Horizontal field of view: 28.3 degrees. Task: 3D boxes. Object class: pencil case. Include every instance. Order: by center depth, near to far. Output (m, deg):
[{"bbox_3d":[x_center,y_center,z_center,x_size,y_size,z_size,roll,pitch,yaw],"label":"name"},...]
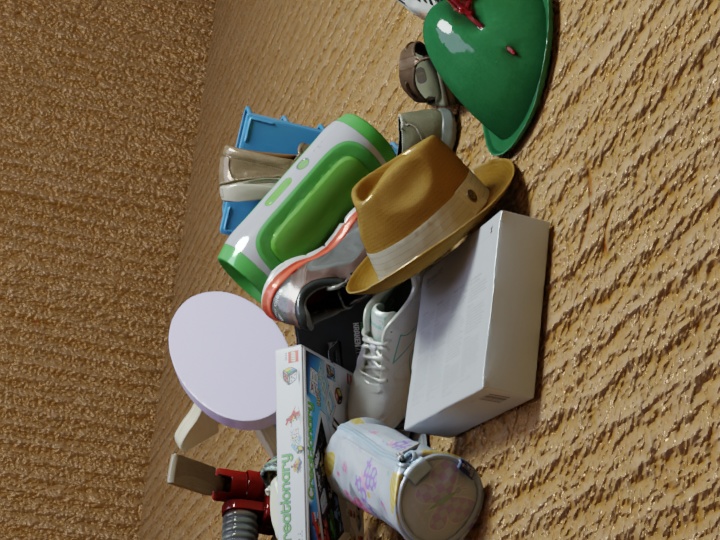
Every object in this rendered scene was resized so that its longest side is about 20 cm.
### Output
[{"bbox_3d":[0.033,0.186,1.275,0.084,0.090,0.200,-55,17,-9],"label":"pencil case"}]

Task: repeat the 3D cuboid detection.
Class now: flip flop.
[{"bbox_3d":[0.065,-0.213,1.522,0.200,0.057,0.082,-153,58,-80],"label":"flip flop"}]

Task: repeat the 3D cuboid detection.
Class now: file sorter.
[{"bbox_3d":[-0.057,-0.102,1.683,0.123,0.197,0.141,-121,44,-73],"label":"file sorter"}]

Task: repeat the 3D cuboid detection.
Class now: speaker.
[{"bbox_3d":[-0.052,-0.062,1.444,0.200,0.088,0.088,-49,9,-12],"label":"speaker"}]

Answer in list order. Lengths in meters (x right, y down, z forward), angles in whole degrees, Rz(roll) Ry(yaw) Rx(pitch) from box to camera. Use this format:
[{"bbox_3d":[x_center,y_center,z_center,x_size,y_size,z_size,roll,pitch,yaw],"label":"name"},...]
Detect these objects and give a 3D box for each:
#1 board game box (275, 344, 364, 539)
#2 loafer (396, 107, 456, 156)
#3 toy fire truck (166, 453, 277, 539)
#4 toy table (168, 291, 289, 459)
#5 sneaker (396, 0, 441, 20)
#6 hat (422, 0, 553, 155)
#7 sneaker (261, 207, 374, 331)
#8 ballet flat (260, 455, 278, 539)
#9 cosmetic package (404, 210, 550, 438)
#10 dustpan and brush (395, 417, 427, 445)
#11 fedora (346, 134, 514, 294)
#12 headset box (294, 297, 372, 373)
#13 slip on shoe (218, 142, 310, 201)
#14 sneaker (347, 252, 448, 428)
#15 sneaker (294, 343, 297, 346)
[{"bbox_3d":[-0.038,0.186,1.384,0.126,0.034,0.203,35,-132,-58],"label":"board game box"},{"bbox_3d":[0.042,-0.085,1.532,0.075,0.069,0.203,-110,34,-65],"label":"loafer"},{"bbox_3d":[-0.144,0.300,1.698,0.129,0.197,0.178,121,157,-53],"label":"toy fire truck"},{"bbox_3d":[-0.142,0.131,1.656,0.118,0.181,0.201,79,169,-50],"label":"toy table"},{"bbox_3d":[0.086,-0.287,1.506,0.200,0.079,0.075,-149,74,-73],"label":"sneaker"},{"bbox_3d":[0.067,-0.219,1.317,0.166,0.173,0.202,118,159,-47],"label":"hat"},{"bbox_3d":[0.000,0.000,1.402,0.082,0.199,0.078,32,152,44],"label":"sneaker"},{"bbox_3d":[-0.050,0.280,1.457,0.202,0.073,0.074,65,151,21],"label":"ballet flat"},{"bbox_3d":[0.098,0.052,1.240,0.200,0.051,0.153,137,141,-67],"label":"cosmetic package"},{"bbox_3d":[0.005,0.204,1.467,0.141,0.056,0.202,-96,22,-49],"label":"dustpan and brush"},{"bbox_3d":[0.046,-0.062,1.293,0.200,0.082,0.201,-37,11,8],"label":"fedora"},{"bbox_3d":[-0.029,0.045,1.561,0.201,0.091,0.176,-102,6,-57],"label":"headset box"},{"bbox_3d":[-0.058,-0.111,1.578,0.076,0.197,0.062,-52,-40,-82],"label":"slip on shoe"},{"bbox_3d":[0.024,0.068,1.387,0.070,0.080,0.203,23,97,31],"label":"sneaker"},{"bbox_3d":[-0.069,0.150,1.786,0.082,0.073,0.203,-103,31,-71],"label":"sneaker"}]
